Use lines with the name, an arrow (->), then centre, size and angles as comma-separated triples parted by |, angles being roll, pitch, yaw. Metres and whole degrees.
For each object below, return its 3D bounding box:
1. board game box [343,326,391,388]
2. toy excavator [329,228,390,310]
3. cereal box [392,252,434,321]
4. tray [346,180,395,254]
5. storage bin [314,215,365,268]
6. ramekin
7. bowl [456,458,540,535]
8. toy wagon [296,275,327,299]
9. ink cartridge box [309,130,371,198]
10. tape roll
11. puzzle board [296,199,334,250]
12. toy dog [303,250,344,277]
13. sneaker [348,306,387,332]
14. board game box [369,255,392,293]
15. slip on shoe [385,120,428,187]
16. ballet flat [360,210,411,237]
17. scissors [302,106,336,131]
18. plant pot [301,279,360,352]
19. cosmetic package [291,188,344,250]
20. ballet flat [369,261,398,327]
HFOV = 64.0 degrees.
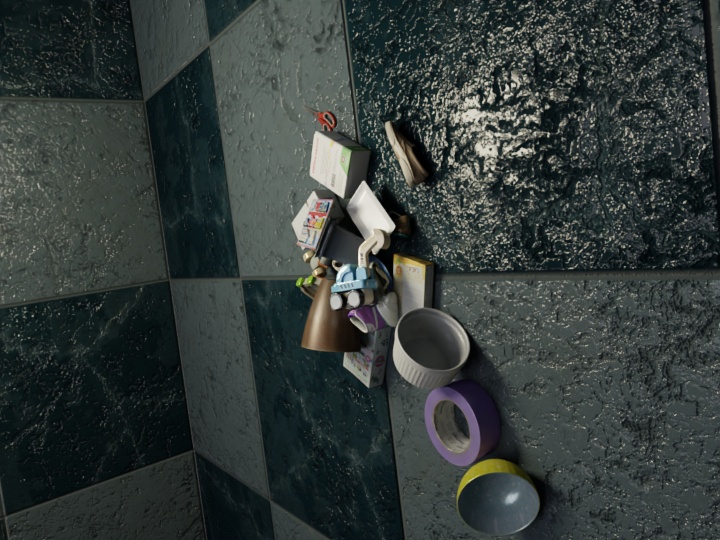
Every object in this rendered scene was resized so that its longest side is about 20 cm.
board game box -> 0.018, 0.240, 1.813 | 0.147, 0.063, 0.205 | 32, 121, 47
toy excavator -> 0.000, 0.000, 1.588 | 0.191, 0.099, 0.206 | -11, 83, 34
cereal box -> 0.144, 0.065, 1.616 | 0.143, 0.039, 0.206 | 23, 117, 52
tray -> 0.032, -0.151, 1.641 | 0.108, 0.022, 0.202 | -54, 50, 30
storage bin -> -0.057, -0.068, 1.714 | 0.200, 0.131, 0.149 | -98, 30, -84
ramekin -> 0.175, 0.207, 1.486 | 0.201, 0.196, 0.107 | 53, 145, 32
bowl -> 0.327, 0.527, 1.399 | 0.108, 0.194, 0.205 | -79, 0, -64
toy wagon -> -0.117, 0.069, 1.901 | 0.198, 0.154, 0.040 | -11, 47, 53
ink cartridge box -> -0.066, -0.329, 1.775 | 0.199, 0.082, 0.148 | 38, 127, 42
tape roll -> 0.262, 0.392, 1.495 | 0.198, 0.083, 0.206 | 18, 113, 50
puzzle board -> -0.142, -0.144, 1.748 | 0.199, 0.017, 0.154 | 17, 86, 68
toy dog -> -0.097, -0.050, 1.902 | 0.197, 0.095, 0.136 | -16, 82, 39
sneaker -> 0.001, 0.084, 1.695 | 0.204, 0.112, 0.073 | 63, 148, 16
board game box -> 0.058, 0.050, 1.735 | 0.157, 0.038, 0.205 | 32, 130, 46
slip on shoe -> 0.123, -0.320, 1.544 | 0.059, 0.076, 0.204 | -24, 65, 12
ballet flat -> 0.074, -0.135, 1.655 | 0.198, 0.067, 0.074 | 6, 83, 53
scissors -> -0.137, -0.515, 1.892 | 0.201, 0.014, 0.074 | 54, 139, 33
plant pot -> -0.081, 0.134, 1.747 | 0.185, 0.183, 0.206 | 3, 88, 53
cosmetic package -> -0.145, -0.168, 1.924 | 0.200, 0.080, 0.115 | -47, 63, 47
ballet flat -> 0.065, 0.062, 1.642 | 0.070, 0.068, 0.203 | -48, 63, 47
